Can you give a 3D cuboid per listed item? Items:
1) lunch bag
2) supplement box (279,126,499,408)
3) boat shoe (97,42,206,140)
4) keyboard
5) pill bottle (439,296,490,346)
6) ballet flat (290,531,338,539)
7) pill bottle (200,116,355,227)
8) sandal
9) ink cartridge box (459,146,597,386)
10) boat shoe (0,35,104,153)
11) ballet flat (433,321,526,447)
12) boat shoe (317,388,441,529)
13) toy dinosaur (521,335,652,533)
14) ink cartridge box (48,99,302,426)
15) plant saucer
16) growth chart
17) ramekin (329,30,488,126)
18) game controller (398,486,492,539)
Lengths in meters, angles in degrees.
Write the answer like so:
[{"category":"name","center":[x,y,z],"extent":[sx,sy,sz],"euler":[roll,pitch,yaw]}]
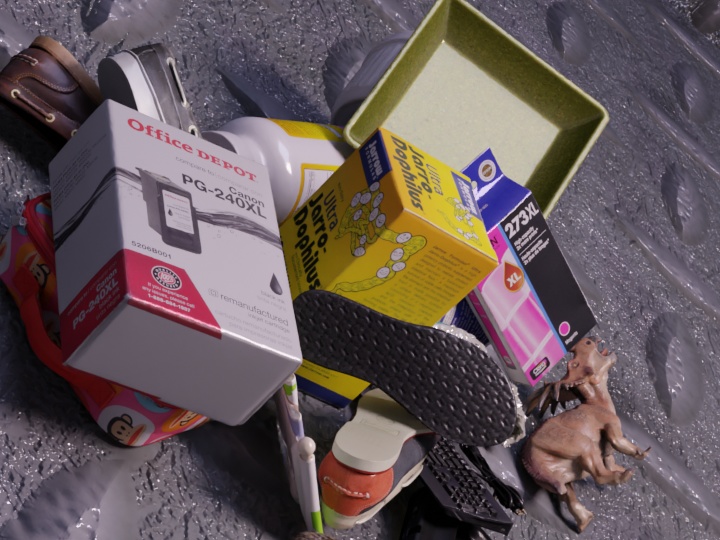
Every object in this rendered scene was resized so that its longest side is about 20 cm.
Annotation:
[{"category":"lunch bag","center":[-0.178,0.030,1.286],"extent":[0.200,0.082,0.176],"euler":[53,31,13]},{"category":"supplement box","center":[0.000,0.000,1.449],"extent":[0.110,0.200,0.109],"euler":[28,30,-33]},{"category":"boat shoe","center":[-0.143,-0.084,1.388],"extent":[0.064,0.071,0.200],"euler":[-21,96,-32]},{"category":"keyboard","center":[0.074,0.155,1.485],"extent":[0.127,0.021,0.200],"euler":[23,19,-38]},{"category":"pill bottle","center":[0.072,0.020,1.620],"extent":[0.200,0.120,0.120],"euler":[5,47,-54]},{"category":"ballet flat","center":[0.022,0.263,1.254],"extent":[0.200,0.046,0.067],"euler":[47,51,6]},{"category":"pill bottle","center":[-0.075,-0.084,1.571],"extent":[0.200,0.104,0.104],"euler":[0,51,-56]},{"category":"sandal","center":[0.035,0.072,1.380],"extent":[0.200,0.075,0.048],"euler":[28,0,5]},{"category":"ink cartridge box","center":[0.133,-0.002,1.550],"extent":[0.037,0.095,0.200],"euler":[12,-41,56]},{"category":"boat shoe","center":[-0.219,-0.096,1.425],"extent":[0.200,0.070,0.070],"euler":[46,61,-17]},{"category":"ballet flat","center":[0.097,0.105,1.551],"extent":[0.200,0.072,0.072],"euler":[37,23,-51]},{"category":"boat shoe","center":[0.018,0.144,1.374],"extent":[0.071,0.063,0.200],"euler":[18,17,13]},{"category":"toy dinosaur","center":[0.196,0.159,1.656],"extent":[0.136,0.086,0.200],"euler":[40,41,12]},{"category":"ink cartridge box","center":[-0.132,-0.008,1.224],"extent":[0.145,0.083,0.200],"euler":[22,37,-32]},{"category":"plant saucer","center":[0.103,-0.127,1.628],"extent":[0.200,0.048,0.200],"euler":[37,64,-4]},{"category":"growth chart","center":[-0.055,0.103,1.328],"extent":[0.018,0.145,0.200],"euler":[-10,44,-7]},{"category":"ramekin","center":[0.059,-0.129,1.745],"extent":[0.202,0.202,0.094],"euler":[46,56,0]},{"category":"game controller","center":[0.068,0.252,1.380],"extent":[0.104,0.042,0.200],"euler":[54,23,-16]}]
